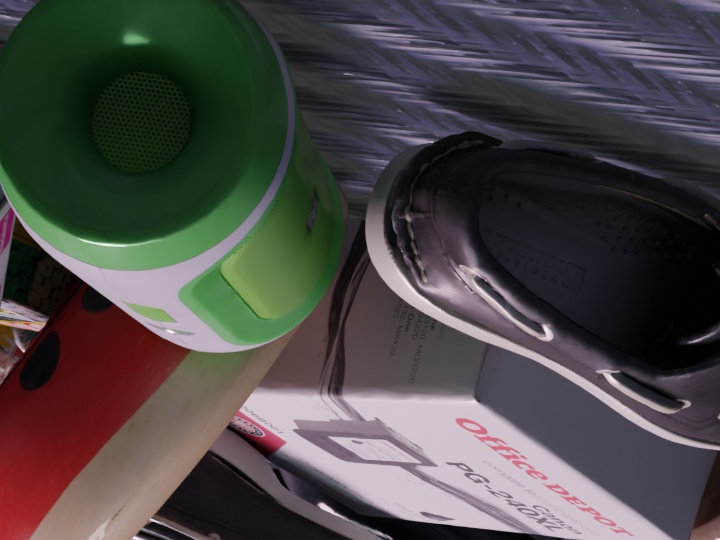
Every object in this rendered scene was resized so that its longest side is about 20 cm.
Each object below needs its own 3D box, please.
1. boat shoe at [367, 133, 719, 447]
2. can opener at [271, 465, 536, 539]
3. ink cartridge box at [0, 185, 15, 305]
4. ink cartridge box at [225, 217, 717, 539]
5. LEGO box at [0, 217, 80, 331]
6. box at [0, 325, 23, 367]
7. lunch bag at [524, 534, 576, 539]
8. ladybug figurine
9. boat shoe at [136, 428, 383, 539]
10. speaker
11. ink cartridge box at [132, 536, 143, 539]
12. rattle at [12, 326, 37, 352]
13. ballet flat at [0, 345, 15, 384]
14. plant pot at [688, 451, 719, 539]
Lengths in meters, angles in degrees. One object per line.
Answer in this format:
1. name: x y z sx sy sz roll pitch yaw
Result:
1. boat shoe: 0.099 0.008 0.619 0.199 0.075 0.060 25 169 -22
2. can opener: 0.039 0.131 0.973 0.199 0.079 0.063 25 -144 14
3. ink cartridge box: -0.221 -0.028 0.699 0.199 0.042 0.120 27 139 5
4. ink cartridge box: 0.034 0.046 0.817 0.199 0.084 0.145 -1 151 48
5. LEGO box: -0.202 -0.031 0.827 0.198 0.078 0.149 10 171 23
6. box: -0.199 0.032 1.130 0.198 0.114 0.101 6 170 31
7. lunch bag: 0.145 0.097 0.972 0.199 0.129 0.169 20 167 -32
8. ladybug figurine: -0.085 0.035 0.747 0.072 0.201 0.136 38 177 -10
9. boat shoe: -0.041 0.128 0.887 0.073 0.061 0.200 3 151 45
10. speaker: -0.052 -0.026 0.591 0.088 0.089 0.200 12 172 6
11. ink cartridge box: -0.156 0.125 1.095 0.196 0.047 0.200 22 169 -13
12. rattle: -0.117 0.073 1.000 0.130 0.143 0.200 45 -150 5
13. ballet flat: -0.204 0.045 0.846 0.071 0.072 0.200 10 171 17
14. plant pot: 0.226 0.111 0.826 0.174 0.201 0.200 34 167 -12
